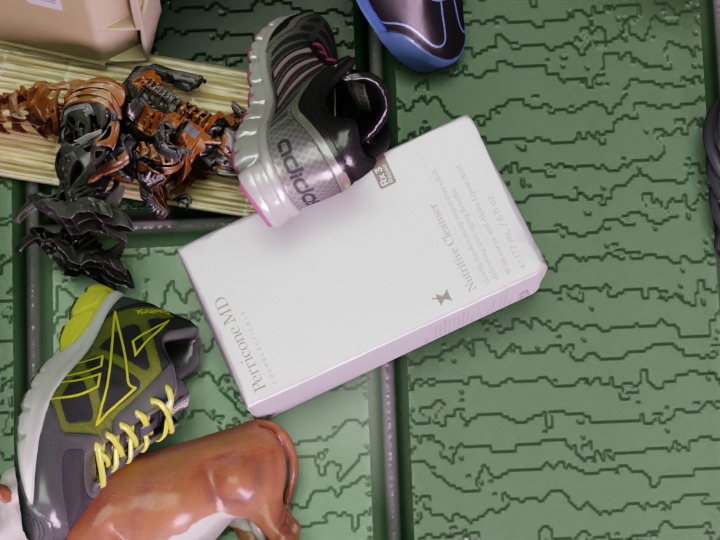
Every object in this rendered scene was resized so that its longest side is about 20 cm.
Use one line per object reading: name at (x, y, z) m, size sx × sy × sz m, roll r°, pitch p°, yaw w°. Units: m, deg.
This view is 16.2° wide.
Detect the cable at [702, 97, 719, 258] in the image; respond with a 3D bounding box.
cable at (0.313, -0.062, 1.570) m, size 0.199 × 0.051 × 0.164 m, roll -4°, pitch 73°, yaw 4°

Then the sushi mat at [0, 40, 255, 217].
sushi mat at (-0.147, -0.093, 1.603) m, size 0.199 × 0.012 × 0.096 m, roll 10°, pitch 81°, yaw 4°

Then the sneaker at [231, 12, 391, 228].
sneaker at (-0.020, -0.100, 1.523) m, size 0.087 × 0.200 × 0.074 m, roll -18°, pitch 118°, yaw 15°

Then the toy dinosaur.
toy dinosaur at (-0.158, -0.070, 1.562) m, size 0.199 × 0.102 × 0.137 m, roll 1°, pitch 64°, yaw 21°

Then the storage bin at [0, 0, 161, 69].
storage bin at (-0.222, -0.217, 1.530) m, size 0.197 × 0.200 × 0.094 m, roll 12°, pitch 70°, yaw 4°

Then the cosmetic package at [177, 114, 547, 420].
cosmetic package at (0.000, 0.000, 1.546) m, size 0.199 × 0.081 × 0.113 m, roll -26°, pitch 81°, yaw -4°

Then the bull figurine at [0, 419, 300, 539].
bull figurine at (-0.129, 0.157, 1.527) m, size 0.199 × 0.065 × 0.122 m, roll -17°, pitch 82°, yaw 1°

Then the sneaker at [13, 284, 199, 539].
sneaker at (-0.148, 0.081, 1.495) m, size 0.084 × 0.075 × 0.201 m, roll 8°, pitch 43°, yaw 8°

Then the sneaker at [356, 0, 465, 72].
sneaker at (0.030, -0.217, 1.552) m, size 0.070 × 0.078 × 0.201 m, roll -39°, pitch 113°, yaw -40°
